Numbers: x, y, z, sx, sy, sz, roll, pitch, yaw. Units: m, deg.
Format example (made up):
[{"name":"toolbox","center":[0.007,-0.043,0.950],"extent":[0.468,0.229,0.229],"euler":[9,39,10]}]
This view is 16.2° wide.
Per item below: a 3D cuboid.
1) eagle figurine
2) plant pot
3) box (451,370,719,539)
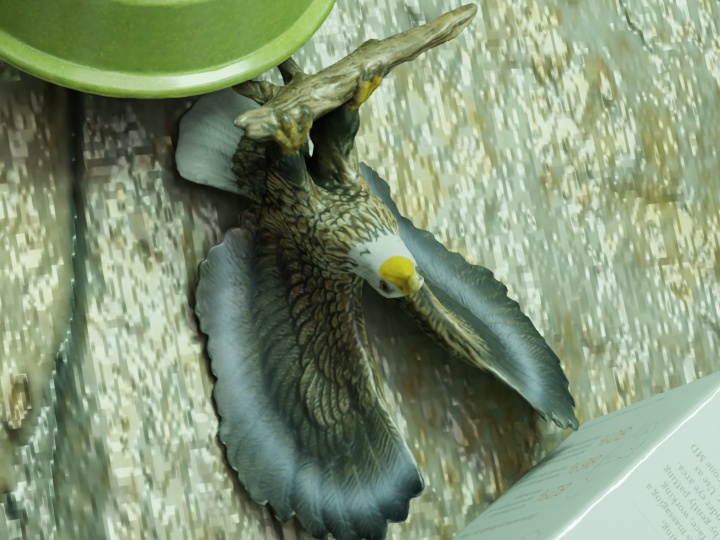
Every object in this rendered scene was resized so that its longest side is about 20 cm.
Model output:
[{"name":"eagle figurine","center":[0.001,0.003,1.122],"extent":[0.152,0.151,0.200],"euler":[-10,115,14]},{"name":"plant pot","center":[-0.086,-0.208,1.053],"extent":[0.200,0.190,0.200],"euler":[7,53,-9]},{"name":"box","center":[0.099,0.150,1.091],"extent":[0.200,0.152,0.106],"euler":[-39,94,-26]}]
